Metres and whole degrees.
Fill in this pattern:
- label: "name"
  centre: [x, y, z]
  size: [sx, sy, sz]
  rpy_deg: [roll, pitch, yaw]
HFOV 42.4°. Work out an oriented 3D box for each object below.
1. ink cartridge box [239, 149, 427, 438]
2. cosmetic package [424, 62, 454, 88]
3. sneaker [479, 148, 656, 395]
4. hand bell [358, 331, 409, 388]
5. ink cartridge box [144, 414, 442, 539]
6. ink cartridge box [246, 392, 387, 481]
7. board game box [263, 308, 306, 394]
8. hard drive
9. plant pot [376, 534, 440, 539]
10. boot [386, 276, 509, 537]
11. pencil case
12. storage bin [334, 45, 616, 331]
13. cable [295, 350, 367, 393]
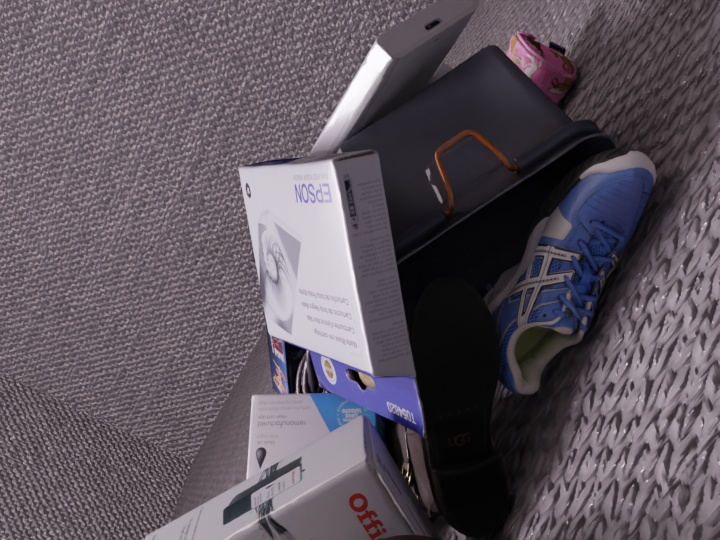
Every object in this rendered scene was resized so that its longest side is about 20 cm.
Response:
- label: "ink cartridge box"
  centre: [-0.028, 0.015, 0.699]
  size: [0.199, 0.040, 0.203]
  rpy_deg: [8, 111, 64]
- label: "cosmetic package"
  centre: [0.087, -0.068, 0.911]
  size: [0.169, 0.165, 0.200]
  rpy_deg: [-65, 10, -10]
- label: "sneaker"
  centre: [0.153, 0.005, 0.671]
  size: [0.201, 0.075, 0.077]
  rpy_deg: [-61, 29, 28]
- label: "hand bell"
  centre: [0.000, 0.000, 0.798]
  size: [0.103, 0.201, 0.105]
  rpy_deg: [-22, 34, 16]
- label: "ink cartridge box"
  centre: [-0.043, 0.220, 0.669]
  size: [0.198, 0.148, 0.083]
  rpy_deg: [-29, 14, 6]
- label: "ink cartridge box"
  centre: [-0.036, 0.210, 0.783]
  size: [0.068, 0.114, 0.203]
  rpy_deg: [65, -156, -66]
- label: "board game box"
  centre: [-0.015, 0.047, 1.037]
  size: [0.199, 0.035, 0.137]
  rpy_deg: [-33, -36, -27]
- label: "hard drive"
  centre: [0.013, -0.137, 0.781]
  size: [0.132, 0.026, 0.200]
  rpy_deg: [-42, -8, -42]
- label: "plant pot"
  centre: [0.023, 0.224, 0.498]
  size: [0.189, 0.185, 0.200]
  rpy_deg: [-62, -5, 7]
- label: "boot"
  centre: [0.052, 0.112, 0.735]
  size: [0.174, 0.068, 0.203]
  rpy_deg: [159, 107, -76]
- label: "pencil case"
  centre: [0.158, -0.164, 1.041]
  size: [0.201, 0.082, 0.087]
  rpy_deg: [-60, 10, 31]
- label: "storage bin"
  centre: [0.076, -0.075, 0.715]
  size: [0.199, 0.135, 0.146]
  rpy_deg: [-34, -30, 3]
- label: "cable"
  centre: [-0.037, 0.146, 0.934]
  size: [0.164, 0.050, 0.202]
  rpy_deg: [-98, 25, -54]
